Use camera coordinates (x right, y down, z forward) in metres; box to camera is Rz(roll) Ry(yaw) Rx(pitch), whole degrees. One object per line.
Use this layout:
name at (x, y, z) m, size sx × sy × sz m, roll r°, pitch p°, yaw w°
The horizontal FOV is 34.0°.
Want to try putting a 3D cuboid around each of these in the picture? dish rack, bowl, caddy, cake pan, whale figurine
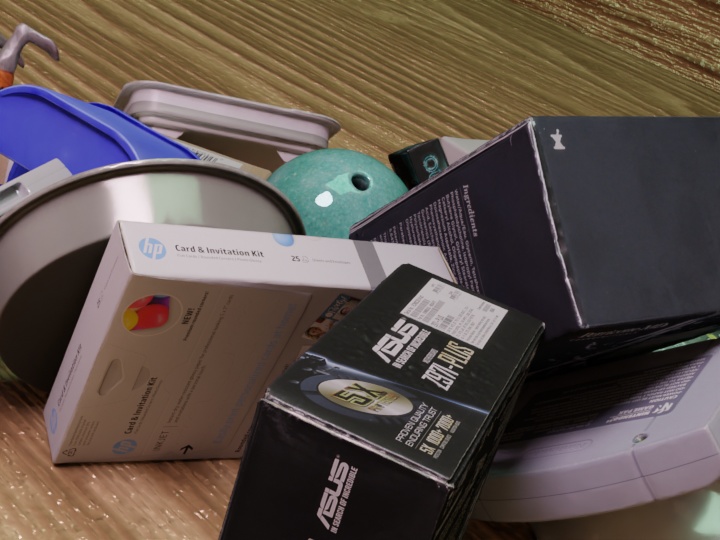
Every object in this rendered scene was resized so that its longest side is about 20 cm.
dish rack at (-0.131, -0.116, 1.085) m, size 0.197 × 0.044 × 0.171 m, roll 10°, pitch -12°, yaw -19°
bowl at (0.213, 0.145, 0.738) m, size 0.198 × 0.091 × 0.202 m, roll 15°, pitch 21°, yaw -6°
caddy at (-0.182, -0.036, 0.787) m, size 0.199 × 0.143 × 0.105 m, roll 30°, pitch 6°, yaw 28°
cake pan at (-0.123, 0.016, 0.676) m, size 0.198 × 0.201 × 0.037 m, roll 4°, pitch 51°, yaw -31°
whale figurine at (0.000, 0.000, 0.817) m, size 0.157 × 0.104 × 0.201 m, roll -9°, pitch 56°, yaw -30°

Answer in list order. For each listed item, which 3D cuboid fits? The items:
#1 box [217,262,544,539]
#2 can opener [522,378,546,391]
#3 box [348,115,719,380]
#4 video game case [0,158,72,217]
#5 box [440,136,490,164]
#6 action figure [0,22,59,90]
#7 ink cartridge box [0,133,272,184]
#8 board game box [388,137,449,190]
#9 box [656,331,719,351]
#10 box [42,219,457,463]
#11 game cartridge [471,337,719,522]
box at (0.006, 0.109, 0.564) m, size 0.085 × 0.166 × 0.200 m, roll 22°, pitch 23°, yaw 12°
can opener at (0.213, 0.090, 0.896) m, size 0.197 × 0.068 × 0.054 m, roll 11°, pitch 32°, yaw -17°
box at (0.131, -0.005, 0.737) m, size 0.198 × 0.196 × 0.126 m, roll -5°, pitch 75°, yaw -33°
video game case at (-0.247, 0.012, 0.644) m, size 0.018 × 0.143 × 0.200 m, roll 47°, pitch 22°, yaw -5°
box at (0.176, -0.039, 1.132) m, size 0.151 × 0.108 × 0.200 m, roll -3°, pitch 30°, yaw -41°
action figure at (-0.347, -0.135, 0.914) m, size 0.193 × 0.105 × 0.199 m, roll -38°, pitch 37°, yaw -22°
ink cartridge box at (-0.183, -0.057, 0.939) m, size 0.197 × 0.076 × 0.165 m, roll 18°, pitch 20°, yaw 0°
board game box at (0.064, -0.036, 0.946) m, size 0.028 × 0.137 × 0.200 m, roll -22°, pitch 6°, yaw -1°
box at (0.250, 0.029, 0.897) m, size 0.160 × 0.050 × 0.200 m, roll -27°, pitch 54°, yaw -28°
box at (-0.062, 0.047, 0.668) m, size 0.198 × 0.157 × 0.041 m, roll 2°, pitch 45°, yaw -32°
game cartridge at (0.142, 0.096, 0.694) m, size 0.199 × 0.041 × 0.133 m, roll -20°, pitch 8°, yaw 46°
